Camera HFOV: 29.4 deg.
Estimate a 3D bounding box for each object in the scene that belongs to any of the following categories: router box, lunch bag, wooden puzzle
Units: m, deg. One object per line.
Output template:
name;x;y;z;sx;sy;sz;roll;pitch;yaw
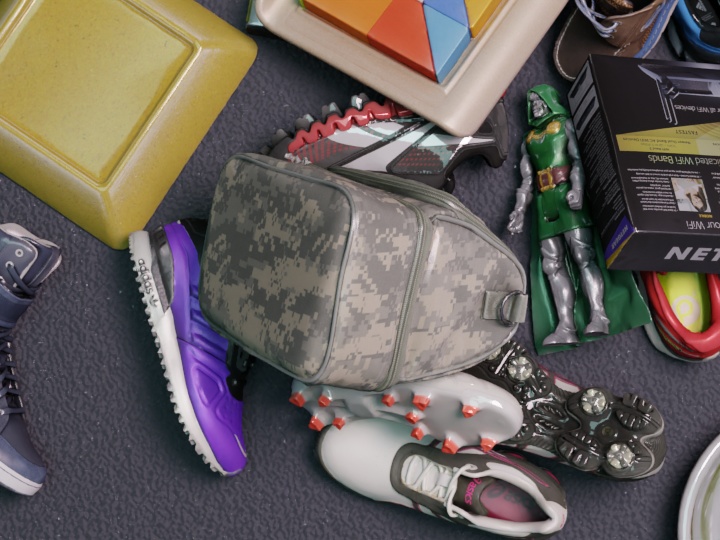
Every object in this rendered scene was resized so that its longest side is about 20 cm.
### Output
router box;0.263;-0.076;1.008;0.198;0.052;0.158;3;58;-15
lunch bag;0.000;0.000;0.961;0.167;0.199;0.141;9;97;-35
wooden puzzle;0.046;-0.219;1.025;0.199;0.037;0.186;33;79;17

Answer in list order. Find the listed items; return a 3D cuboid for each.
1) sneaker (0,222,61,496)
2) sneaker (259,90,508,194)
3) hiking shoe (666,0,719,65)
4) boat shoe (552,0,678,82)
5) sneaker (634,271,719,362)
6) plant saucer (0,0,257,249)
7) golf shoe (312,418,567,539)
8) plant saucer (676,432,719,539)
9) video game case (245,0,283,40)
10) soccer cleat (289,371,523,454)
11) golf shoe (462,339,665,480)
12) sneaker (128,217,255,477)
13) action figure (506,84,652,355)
sneaker;-0.267;0.055;1.038;0.146;0.077;0.203;-38;86;0
sneaker;0.025;-0.091;1.053;0.199;0.071;0.099;-16;94;4
hiking shoe;0.245;-0.246;1.055;0.074;0.087;0.201;-36;88;-9
boat shoe;0.195;-0.209;1.009;0.072;0.200;0.072;-19;66;-41
sneaker;0.235;-0.029;1.043;0.076;0.085;0.201;-22;86;-3
plant saucer;-0.214;-0.152;1.069;0.199;0.048;0.201;33;86;3
golf shoe;0.062;0.150;1.029;0.198;0.088;0.078;15;87;2
plant saucer;0.335;0.200;1.044;0.198;0.050;0.202;0;86;-1
video game case;0.022;-0.260;1.089;0.198;0.026;0.183;11;86;1
soccer cleat;0.034;0.081;0.996;0.199;0.070;0.078;3;46;38
golf shoe;0.133;0.109;1.031;0.199;0.088;0.078;24;79;26
sneaker;-0.104;0.052;1.043;0.099;0.070;0.202;-18;87;-4
action figure;0.153;-0.046;1.046;0.054;0.118;0.202;4;73;-42
